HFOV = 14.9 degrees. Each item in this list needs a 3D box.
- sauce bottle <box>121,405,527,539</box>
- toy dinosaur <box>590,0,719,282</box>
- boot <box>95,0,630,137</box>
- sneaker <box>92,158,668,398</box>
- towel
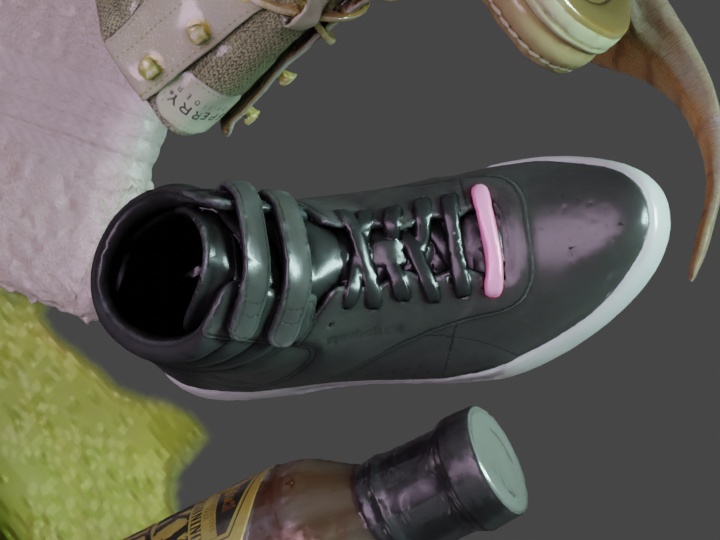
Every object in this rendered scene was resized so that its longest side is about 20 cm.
[{"bbox_3d":[-0.036,0.106,0.953,0.199,0.065,0.065,-27,72,17],"label":"sauce bottle"},{"bbox_3d":[0.090,-0.090,0.931,0.200,0.060,0.107,43,111,39],"label":"toy dinosaur"},{"bbox_3d":[-0.007,-0.096,0.917,0.155,0.072,0.200,-45,49,15],"label":"boot"},{"bbox_3d":[0.000,0.000,0.923,0.199,0.099,0.071,-13,75,22],"label":"sneaker"},{"bbox_3d":[-0.156,-0.069,1.051,0.199,0.034,0.133,20,92,25],"label":"towel"}]
